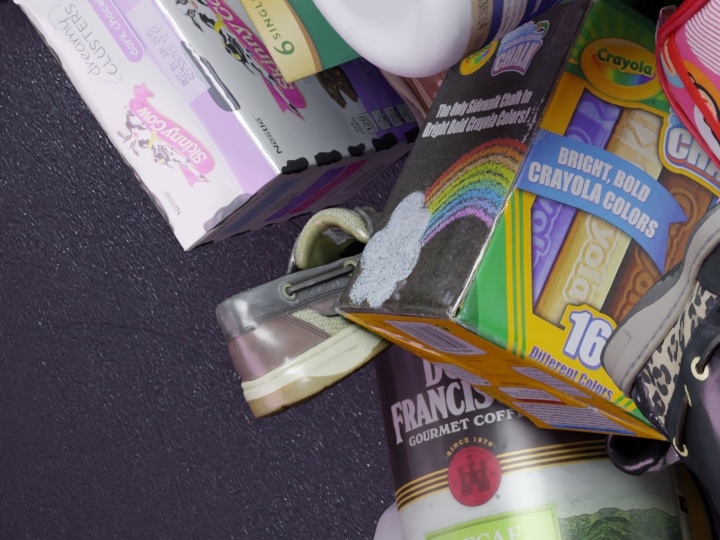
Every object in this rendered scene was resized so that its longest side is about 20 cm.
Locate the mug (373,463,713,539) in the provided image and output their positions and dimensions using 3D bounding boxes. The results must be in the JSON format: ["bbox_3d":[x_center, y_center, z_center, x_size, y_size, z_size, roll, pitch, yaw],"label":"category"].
[{"bbox_3d":[0.097,0.153,1.402,0.186,0.153,0.150,18,135,57],"label":"mug"}]

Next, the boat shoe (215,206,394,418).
[{"bbox_3d":[-0.001,0.001,1.211,0.072,0.201,0.066,-20,102,36],"label":"boat shoe"}]

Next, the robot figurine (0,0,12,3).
[{"bbox_3d":[-0.251,-0.268,1.706,0.145,0.058,0.200,50,156,19],"label":"robot figurine"}]

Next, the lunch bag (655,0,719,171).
[{"bbox_3d":[0.206,-0.044,1.021,0.200,0.082,0.176,55,163,2],"label":"lunch bag"}]

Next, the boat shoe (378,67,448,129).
[{"bbox_3d":[0.062,-0.094,1.272,0.072,0.076,0.200,14,137,47],"label":"boat shoe"}]

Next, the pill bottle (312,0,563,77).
[{"bbox_3d":[0.072,-0.165,0.973,0.116,0.200,0.116,47,156,28],"label":"pill bottle"}]

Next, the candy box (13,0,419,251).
[{"bbox_3d":[-0.070,-0.109,1.358,0.072,0.200,0.168,-37,83,24],"label":"candy box"}]

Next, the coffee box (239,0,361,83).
[{"bbox_3d":[0.027,-0.166,1.112,0.200,0.044,0.123,-16,117,27],"label":"coffee box"}]

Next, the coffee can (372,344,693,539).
[{"bbox_3d":[0.090,0.117,1.283,0.146,0.146,0.200,133,129,-67],"label":"coffee can"}]

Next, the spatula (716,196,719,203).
[{"bbox_3d":[0.213,0.037,0.983,0.200,0.021,0.057,47,156,12],"label":"spatula"}]

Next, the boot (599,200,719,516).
[{"bbox_3d":[0.173,0.047,0.926,0.154,0.073,0.204,62,152,16],"label":"boot"}]

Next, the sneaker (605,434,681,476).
[{"bbox_3d":[0.160,0.073,1.214,0.075,0.115,0.200,42,153,33],"label":"sneaker"}]

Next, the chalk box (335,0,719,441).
[{"bbox_3d":[0.101,-0.042,1.133,0.124,0.200,0.125,30,169,-21],"label":"chalk box"}]
